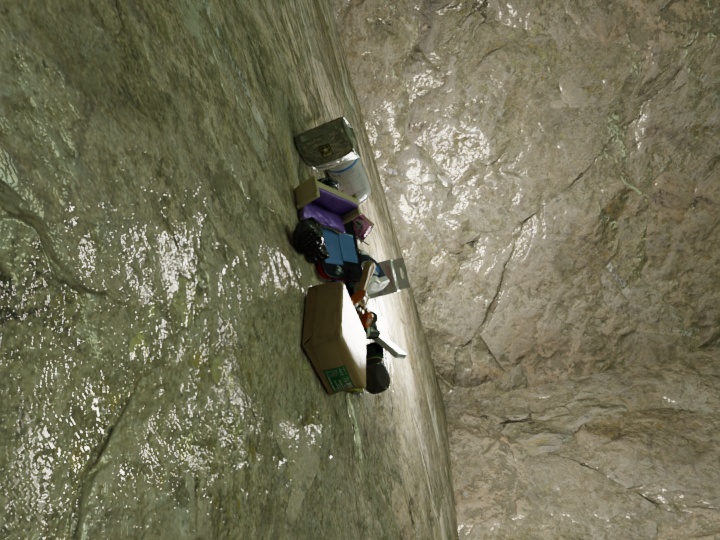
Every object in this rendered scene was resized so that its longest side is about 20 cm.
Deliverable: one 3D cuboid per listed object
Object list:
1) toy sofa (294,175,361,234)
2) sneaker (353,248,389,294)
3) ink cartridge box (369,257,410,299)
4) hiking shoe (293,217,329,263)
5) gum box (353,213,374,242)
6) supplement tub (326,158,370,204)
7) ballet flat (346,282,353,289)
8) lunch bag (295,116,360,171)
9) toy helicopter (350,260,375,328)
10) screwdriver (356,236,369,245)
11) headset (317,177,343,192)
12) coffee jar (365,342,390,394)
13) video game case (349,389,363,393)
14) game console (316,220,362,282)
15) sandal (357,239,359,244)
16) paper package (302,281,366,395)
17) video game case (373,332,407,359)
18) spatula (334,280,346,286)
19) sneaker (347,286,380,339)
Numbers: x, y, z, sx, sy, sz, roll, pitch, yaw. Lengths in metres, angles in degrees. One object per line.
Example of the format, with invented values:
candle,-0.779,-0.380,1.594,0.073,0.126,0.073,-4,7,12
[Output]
toy sofa,-0.086,-0.177,1.518,0.198,0.082,0.100,16,56,-51
sneaker,0.000,0.000,1.734,0.147,0.081,0.199,51,24,17
ink cartridge box,0.069,0.031,1.932,0.067,0.195,0.120,0,75,-78
hiking shoe,-0.135,-0.094,1.406,0.201,0.074,0.103,73,-2,-68
gum box,-0.017,-0.159,1.841,0.113,0.067,0.200,40,-1,0
supplement tub,-0.047,-0.349,1.994,0.202,0.129,0.134,64,16,-48
ballet flat,-0.022,0.020,1.840,0.068,0.066,0.205,-111,-176,-76
lunch bag,-0.099,-0.390,1.680,0.200,0.160,0.121,5,69,-78
toy helicopter,-0.005,0.069,1.556,0.131,0.077,0.205,0,109,-63
screwdriver,-0.052,-0.125,1.705,0.198,0.029,0.028,35,45,-26
headset,-0.107,-0.232,1.758,0.199,0.092,0.127,-23,103,-64
coffee jar,0.043,0.301,1.692,0.200,0.083,0.107,-93,165,-81
video game case,-0.042,0.241,1.555,0.181,0.025,0.205,49,29,-68
game console,-0.066,-0.068,1.580,0.174,0.031,0.205,6,66,-43
sandal,-0.071,-0.113,1.774,0.080,0.058,0.200,44,15,26
paper package,-0.061,0.167,1.343,0.193,0.101,0.203,-89,163,-49
video game case,0.059,0.220,1.793,0.199,0.023,0.182,38,0,17
spatula,-0.083,-0.011,1.664,0.057,0.020,0.203,-88,160,-51
sneaker,0.008,0.138,1.701,0.089,0.067,0.203,16,37,-37
